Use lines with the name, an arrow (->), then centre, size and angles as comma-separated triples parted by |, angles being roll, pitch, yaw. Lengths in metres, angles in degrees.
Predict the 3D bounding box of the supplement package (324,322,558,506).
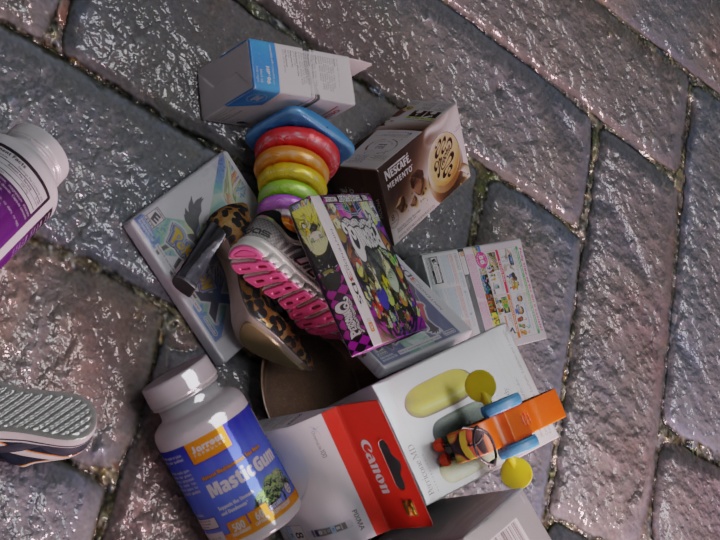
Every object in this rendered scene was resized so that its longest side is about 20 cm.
supplement package -> 0.093, 0.181, 1.683 | 0.199, 0.151, 0.153 | -22, 84, -28

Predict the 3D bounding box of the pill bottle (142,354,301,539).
pill bottle -> -0.157, 0.199, 1.567 | 0.112, 0.112, 0.201 | -35, 99, -43

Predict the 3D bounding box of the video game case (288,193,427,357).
video game case -> 0.000, 0.000, 1.633 | 0.182, 0.036, 0.200 | 67, 19, 5

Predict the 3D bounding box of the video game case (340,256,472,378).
video game case -> 0.023, 0.041, 1.770 | 0.182, 0.023, 0.199 | 45, 34, 20

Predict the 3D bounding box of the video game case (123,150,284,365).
video game case -> -0.166, -0.017, 1.699 | 0.182, 0.022, 0.201 | -42, 104, -42

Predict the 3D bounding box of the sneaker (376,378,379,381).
sneaker -> 0.071, 0.165, 1.808 | 0.078, 0.077, 0.201 | -6, 78, -41

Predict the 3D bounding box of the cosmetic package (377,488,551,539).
cosmetic package -> 0.111, 0.314, 1.617 | 0.107, 0.200, 0.091 | -34, 94, -32

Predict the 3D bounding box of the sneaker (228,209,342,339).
sneaker -> -0.062, 0.002, 1.626 | 0.200, 0.073, 0.088 | 40, 51, -29

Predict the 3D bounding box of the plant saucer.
plant saucer -> -0.050, 0.148, 1.734 | 0.200, 0.037, 0.202 | 16, 65, -38

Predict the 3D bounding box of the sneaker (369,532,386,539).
sneaker -> 0.078, 0.344, 1.750 | 0.199, 0.075, 0.115 | 8, 72, -37

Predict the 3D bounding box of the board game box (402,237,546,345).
board game box -> 0.151, 0.043, 1.933 | 0.199, 0.064, 0.149 | -9, 82, -42

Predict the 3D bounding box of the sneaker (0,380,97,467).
sneaker -> -0.368, 0.149, 1.429 | 0.199, 0.080, 0.079 | 17, 55, -9

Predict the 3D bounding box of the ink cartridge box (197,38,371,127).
ink cartridge box -> -0.088, -0.224, 1.776 | 0.199, 0.116, 0.068 | 3, 73, -40

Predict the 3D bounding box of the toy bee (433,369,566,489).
toy bee -> 0.137, 0.174, 1.574 | 0.199, 0.108, 0.132 | 16, 58, -47

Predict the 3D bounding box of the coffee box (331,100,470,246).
coffee box -> 0.054, -0.131, 1.872 | 0.200, 0.079, 0.114 | -41, 128, -42

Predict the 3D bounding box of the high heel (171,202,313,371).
high heel -> -0.109, 0.016, 1.667 | 0.200, 0.071, 0.143 | 39, 55, -13

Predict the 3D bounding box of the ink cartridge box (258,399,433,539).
ink cartridge box -> -0.031, 0.236, 1.596 | 0.047, 0.199, 0.161 | -33, 103, -45

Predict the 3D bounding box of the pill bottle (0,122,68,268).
pill bottle -> -0.387, -0.063, 1.455 | 0.113, 0.112, 0.200 | 50, 48, -17

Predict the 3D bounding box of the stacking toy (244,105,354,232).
stacking toy -> -0.085, -0.085, 1.721 | 0.116, 0.109, 0.201 | 31, 49, -33
